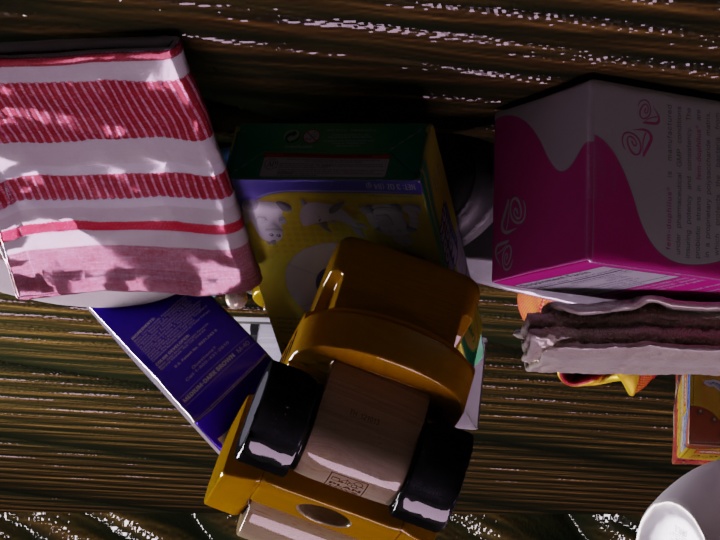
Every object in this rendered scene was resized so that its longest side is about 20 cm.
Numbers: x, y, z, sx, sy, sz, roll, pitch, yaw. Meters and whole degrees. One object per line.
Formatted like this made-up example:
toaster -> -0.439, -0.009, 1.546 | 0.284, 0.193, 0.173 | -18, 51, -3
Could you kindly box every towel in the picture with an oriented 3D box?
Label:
towel -> 0.190, 0.039, 1.614 | 0.199, 0.035, 0.133 | 2, 173, -1
towel -> -0.142, -0.051, 1.509 | 0.143, 0.023, 0.200 | -2, 142, 11

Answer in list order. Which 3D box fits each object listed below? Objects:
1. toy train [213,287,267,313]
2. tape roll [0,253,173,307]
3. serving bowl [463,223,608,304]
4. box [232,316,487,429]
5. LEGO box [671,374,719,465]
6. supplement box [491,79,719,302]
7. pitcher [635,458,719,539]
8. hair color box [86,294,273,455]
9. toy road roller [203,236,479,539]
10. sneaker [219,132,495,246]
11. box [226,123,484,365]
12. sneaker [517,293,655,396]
toy train -> -0.070, -0.021, 1.814 | 0.199, 0.056, 0.150 | 3, 155, 15
tape roll -> -0.185, -0.039, 1.612 | 0.202, 0.037, 0.203 | 9, 155, 4
serving bowl -> 0.137, -0.018, 1.722 | 0.199, 0.066, 0.200 | 11, 175, 1
box -> -0.014, 0.066, 1.840 | 0.116, 0.060, 0.200 | 7, 176, -23
LEGO box -> 0.306, 0.086, 1.818 | 0.199, 0.078, 0.149 | 2, 171, 3
supplement box -> 0.182, -0.036, 1.571 | 0.199, 0.102, 0.103 | 8, 169, -30
pitcher -> 0.262, 0.169, 1.787 | 0.199, 0.122, 0.171 | -5, -169, -31
hair color box -> -0.099, 0.053, 1.706 | 0.200, 0.065, 0.109 | 40, 171, 47
toy road roller -> 0.001, 0.074, 1.550 | 0.122, 0.147, 0.200 | 20, 157, -4
sneaker -> -0.012, -0.045, 1.619 | 0.199, 0.074, 0.082 | -6, 166, 26
box -> 0.000, 0.000, 1.595 | 0.117, 0.049, 0.200 | 1, 141, 16
sneaker -> 0.149, 0.039, 1.939 | 0.073, 0.077, 0.200 | 49, 169, -17
